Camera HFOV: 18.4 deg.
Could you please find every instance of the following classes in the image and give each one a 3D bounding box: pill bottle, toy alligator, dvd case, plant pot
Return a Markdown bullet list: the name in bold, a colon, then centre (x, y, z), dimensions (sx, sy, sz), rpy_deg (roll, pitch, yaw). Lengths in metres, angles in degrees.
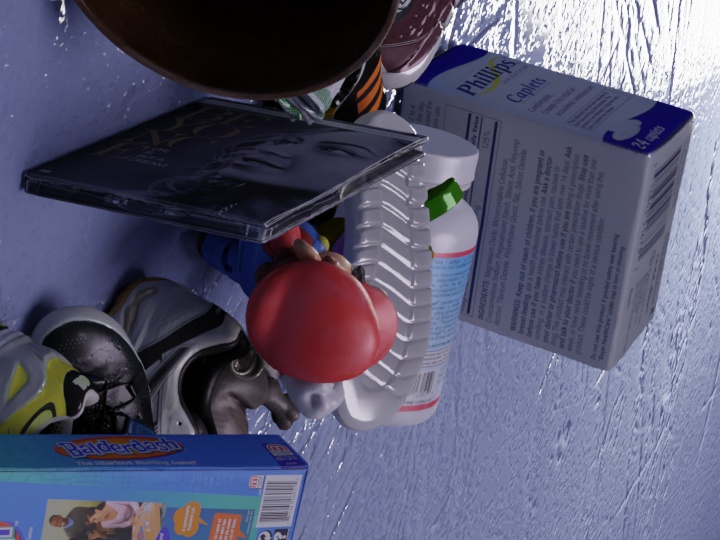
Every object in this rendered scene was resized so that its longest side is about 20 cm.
- **pill bottle**: centre (0.023, 0.001, 1.577), dimensions (0.109, 0.108, 0.201), rpy_deg (-23, 129, -62)
- **toy alligator**: centre (-0.018, 0.000, 1.440), dimensions (0.200, 0.054, 0.059), rpy_deg (-39, 111, -18)
- **dvd case**: centre (-0.070, -0.060, 1.239), dimensions (0.200, 0.148, 0.016), rpy_deg (-31, 128, -59)
- **plant pot**: centre (-0.045, -0.224, 1.159), dimensions (0.200, 0.186, 0.187), rpy_deg (-69, 164, -46)

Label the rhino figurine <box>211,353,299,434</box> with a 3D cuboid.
- **rhino figurine**: centre (-0.110, 0.135, 1.433), dimensions (0.087, 0.060, 0.201), rpy_deg (32, 79, -49)

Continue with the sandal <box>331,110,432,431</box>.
- **sandal**: centre (0.005, 0.002, 1.397), dimensions (0.082, 0.050, 0.203), rpy_deg (17, 75, -41)

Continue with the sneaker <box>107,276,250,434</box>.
- **sneaker**: centre (-0.133, 0.106, 1.317), dimensions (0.201, 0.087, 0.076), rpy_deg (-68, 161, -3)

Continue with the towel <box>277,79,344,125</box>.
- **towel**: centre (-0.023, -0.205, 1.298), dimensions (0.149, 0.031, 0.200), rpy_deg (51, 55, -30)

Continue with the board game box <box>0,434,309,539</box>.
- **board game box**: centre (-0.137, 0.163, 1.176), dimensions (0.199, 0.045, 0.153), rpy_deg (3, 110, -30)

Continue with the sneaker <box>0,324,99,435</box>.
- **sneaker**: centre (-0.196, 0.133, 1.199), dimensions (0.075, 0.076, 0.201), rpy_deg (-30, 137, -62)

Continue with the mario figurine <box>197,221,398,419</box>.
- **mario figurine**: centre (-0.028, 0.005, 1.325), dimensions (0.106, 0.200, 0.124), rpy_deg (-32, 124, -4)

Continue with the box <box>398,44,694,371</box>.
- **box**: centre (0.129, -0.051, 1.663), dimensions (0.105, 0.199, 0.185), rpy_deg (-41, 145, -54)

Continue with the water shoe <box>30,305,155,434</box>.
- **water shoe**: centre (-0.140, 0.119, 1.247), dimensions (0.071, 0.079, 0.201), rpy_deg (-12, 106, -17)

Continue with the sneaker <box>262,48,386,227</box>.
- **sneaker**: centre (-0.017, -0.128, 1.430), dimensions (0.090, 0.070, 0.201), rpy_deg (-52, 158, -46)

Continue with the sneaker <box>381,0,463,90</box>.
- **sneaker**: centre (0.042, -0.226, 1.477), dimensions (0.201, 0.075, 0.116), rpy_deg (-65, 155, -11)
